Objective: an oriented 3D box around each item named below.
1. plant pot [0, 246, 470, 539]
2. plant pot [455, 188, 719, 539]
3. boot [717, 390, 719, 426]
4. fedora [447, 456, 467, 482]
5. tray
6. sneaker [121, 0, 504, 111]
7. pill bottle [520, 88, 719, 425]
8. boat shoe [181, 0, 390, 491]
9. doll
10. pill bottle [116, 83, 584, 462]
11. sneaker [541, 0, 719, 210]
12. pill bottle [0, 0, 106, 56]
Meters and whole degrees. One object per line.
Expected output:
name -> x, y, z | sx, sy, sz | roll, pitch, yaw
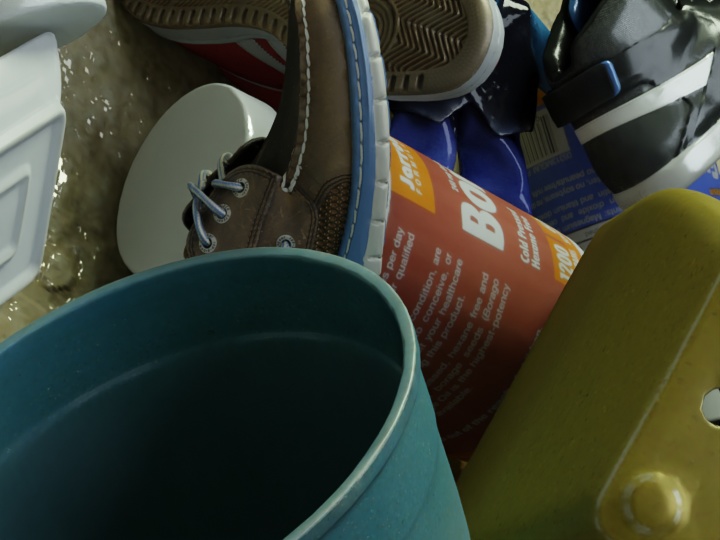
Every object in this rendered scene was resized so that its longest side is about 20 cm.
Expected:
plant pot -> -0.044, 0.126, 0.762 | 0.189, 0.199, 0.201 | 66, 30, -30
plant pot -> 0.143, 0.085, 0.823 | 0.193, 0.200, 0.196 | 30, 78, 4
boot -> 0.165, 0.110, 1.076 | 0.164, 0.066, 0.201 | 28, 94, -47
fedora -> 0.102, 0.148, 0.989 | 0.082, 0.199, 0.202 | 83, 16, -45
tray -> -0.148, -0.004, 0.749 | 0.200, 0.022, 0.108 | -46, 153, -61
sneaker -> 0.000, -0.097, 0.954 | 0.112, 0.199, 0.072 | 32, 80, -50
pill bottle -> 0.143, -0.012, 1.169 | 0.112, 0.112, 0.202 | -6, 77, -56
boat shoe -> -0.029, -0.011, 0.825 | 0.072, 0.072, 0.202 | -118, -151, -75
doll -> 0.056, -0.084, 1.098 | 0.135, 0.049, 0.202 | 7, 68, -10
pill bottle -> 0.000, 0.000, 0.945 | 0.199, 0.112, 0.113 | 27, 50, -36
sneaker -> 0.168, -0.127, 1.110 | 0.200, 0.073, 0.112 | -43, 100, -33
pill bottle -> -0.162, -0.176, 0.822 | 0.110, 0.110, 0.202 | -12, 82, -57
